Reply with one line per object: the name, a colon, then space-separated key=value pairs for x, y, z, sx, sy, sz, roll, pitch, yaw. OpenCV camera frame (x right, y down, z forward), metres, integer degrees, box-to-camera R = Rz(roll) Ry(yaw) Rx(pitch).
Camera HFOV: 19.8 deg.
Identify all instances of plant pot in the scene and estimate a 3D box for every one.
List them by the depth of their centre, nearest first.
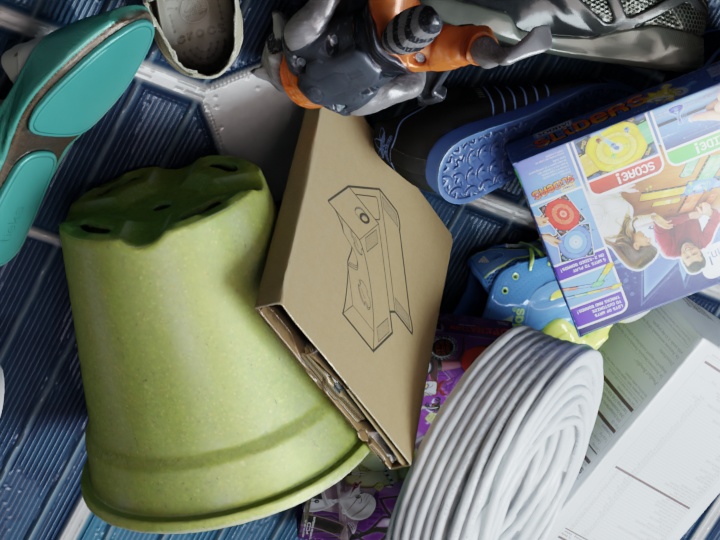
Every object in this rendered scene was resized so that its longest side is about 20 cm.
plant pot: x=-0.103 y=0.035 z=1.299 sx=0.200 sy=0.200 sz=0.185 roll=-18 pitch=112 yaw=-11

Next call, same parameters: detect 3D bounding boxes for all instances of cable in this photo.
cable: x=0.091 y=0.132 z=1.366 sx=0.200 sy=0.069 sz=0.200 roll=-59 pitch=159 yaw=-11

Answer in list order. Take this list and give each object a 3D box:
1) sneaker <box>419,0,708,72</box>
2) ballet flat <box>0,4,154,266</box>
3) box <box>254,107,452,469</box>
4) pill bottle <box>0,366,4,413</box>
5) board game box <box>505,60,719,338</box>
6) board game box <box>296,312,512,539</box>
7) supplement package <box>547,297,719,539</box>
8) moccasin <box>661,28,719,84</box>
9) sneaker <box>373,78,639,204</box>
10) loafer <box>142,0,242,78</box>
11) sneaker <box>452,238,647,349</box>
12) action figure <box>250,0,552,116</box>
sneaker: x=0.128 y=-0.192 z=1.319 sx=0.199 sy=0.076 sz=0.114 roll=5 pitch=95 yaw=-6
ballet flat: x=-0.200 y=-0.094 z=1.239 sx=0.200 sy=0.070 sz=0.067 roll=-54 pitch=155 yaw=22
box: x=0.000 y=0.000 z=1.310 sx=0.021 sy=0.200 sz=0.164 roll=-16 pitch=131 yaw=28
pill bottle: x=-0.326 y=0.067 z=1.261 sx=0.200 sy=0.112 sz=0.112 roll=21 pitch=109 yaw=-29
board game box: x=0.209 y=-0.053 z=1.314 sx=0.200 sy=0.034 sz=0.136 roll=-21 pitch=115 yaw=5
board game box: x=0.029 y=0.114 z=1.447 sx=0.120 sy=0.032 sz=0.200 roll=5 pitch=124 yaw=-11
supplement package: x=0.196 y=0.120 z=1.498 sx=0.114 sy=0.110 sz=0.200 roll=31 pitch=104 yaw=-32
moccasin: x=0.211 y=-0.072 z=1.376 sx=0.080 sy=0.068 sz=0.200 roll=17 pitch=84 yaw=-13
sneaker: x=0.099 y=-0.097 z=1.366 sx=0.200 sy=0.078 sz=0.070 roll=-15 pitch=123 yaw=-39
loafer: x=-0.108 y=-0.198 z=1.219 sx=0.076 sy=0.068 sz=0.200 roll=-25 pitch=124 yaw=-7
sneaker: x=0.140 y=0.005 z=1.431 sx=0.105 sy=0.076 sz=0.200 roll=35 pitch=103 yaw=-33
action figure: x=-0.007 y=-0.160 z=1.232 sx=0.200 sy=0.193 sz=0.105 roll=42 pitch=53 yaw=-18
